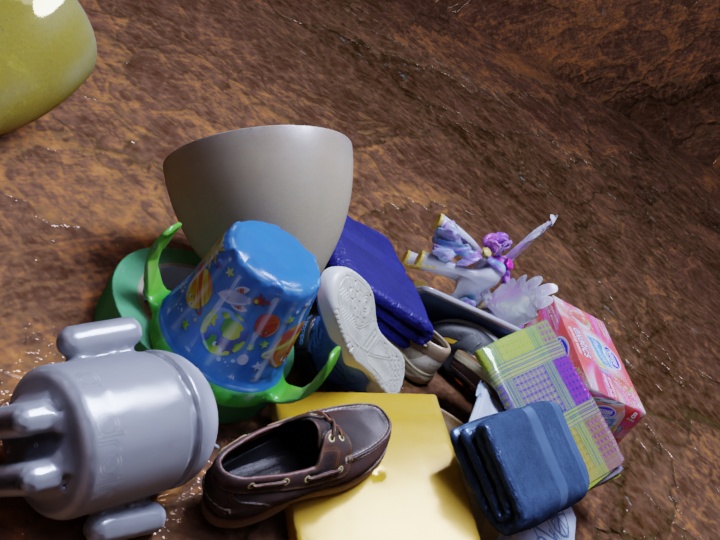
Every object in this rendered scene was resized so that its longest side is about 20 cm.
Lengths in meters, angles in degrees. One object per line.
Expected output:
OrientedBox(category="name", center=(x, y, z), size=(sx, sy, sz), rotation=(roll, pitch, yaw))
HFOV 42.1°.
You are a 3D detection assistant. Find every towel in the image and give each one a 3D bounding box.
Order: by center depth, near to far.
OrientedBox(category="towel", center=(0.164, 0.191, 0.926), size=(0.199, 0.048, 0.113), rotation=(3, 61, -58))
OrientedBox(category="towel", center=(0.218, 0.163, 1.067), size=(0.143, 0.023, 0.201), rotation=(-16, 74, -43))
OrientedBox(category="towel", center=(0.000, 0.000, 1.078), size=(0.147, 0.050, 0.201), rotation=(32, 19, -31))

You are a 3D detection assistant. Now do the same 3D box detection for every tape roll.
OrientedBox(category="tape roll", center=(-0.163, 0.060, 0.934), size=(0.199, 0.048, 0.201), rotation=(28, 28, -17))

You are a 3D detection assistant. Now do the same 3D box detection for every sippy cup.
OrientedBox(category="sippy cup", center=(-0.105, 0.031, 0.851), size=(0.176, 0.131, 0.140), rotation=(19, 31, -28))

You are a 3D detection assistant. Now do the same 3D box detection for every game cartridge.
OrientedBox(category="game cartridge", center=(0.012, 0.199, 0.872), size=(0.174, 0.033, 0.201), rotation=(4, 43, -17))

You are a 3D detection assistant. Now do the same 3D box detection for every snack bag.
OrientedBox(category="snack bag", center=(0.163, 0.232, 0.976), size=(0.201, 0.021, 0.189), rotation=(55, 22, -5))

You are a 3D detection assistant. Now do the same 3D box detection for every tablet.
OrientedBox(category="tablet", center=(0.135, 0.065, 1.220), size=(0.199, 0.130, 0.014), rotation=(25, 73, -22))

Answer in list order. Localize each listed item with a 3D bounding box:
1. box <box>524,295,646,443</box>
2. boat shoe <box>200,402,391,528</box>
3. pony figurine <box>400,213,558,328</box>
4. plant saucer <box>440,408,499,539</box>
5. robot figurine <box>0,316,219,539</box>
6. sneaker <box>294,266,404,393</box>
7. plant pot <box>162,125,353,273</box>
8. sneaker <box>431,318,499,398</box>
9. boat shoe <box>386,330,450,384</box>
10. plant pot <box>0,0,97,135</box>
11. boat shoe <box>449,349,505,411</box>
OrientedBox(category="box", center=(0.298, 0.143, 1.286), size=(0.102, 0.095, 0.201), rotation=(26, 28, -20))
OrientedBox(category="boat shoe", center=(-0.046, 0.159, 0.817), size=(0.199, 0.071, 0.070), rotation=(-20, 50, -39))
OrientedBox(category="pony figurine", center=(0.171, 0.006, 1.272), size=(0.199, 0.193, 0.168), rotation=(28, 51, -11))
OrientedBox(category="plant saucer", center=(0.076, 0.218, 0.973), size=(0.199, 0.036, 0.201), rotation=(27, 28, -16))
OrientedBox(category="robot figurine", center=(-0.191, 0.124, 0.725), size=(0.199, 0.112, 0.172), rotation=(-5, 88, -52))
OrientedBox(category="sneaker", center=(-0.034, 0.065, 0.958), size=(0.200, 0.110, 0.077), rotation=(58, 44, -51))
OrientedBox(category="plant pot", center=(-0.098, -0.052, 0.966), size=(0.199, 0.199, 0.136), rotation=(2, 77, -48))
OrientedBox(category="sneaker", center=(0.163, 0.135, 1.169), size=(0.199, 0.070, 0.090), rotation=(32, 25, -10))
OrientedBox(category="boat shoe", center=(0.036, 0.048, 1.166), size=(0.200, 0.065, 0.071), rotation=(47, 29, 20))
OrientedBox(category="plant pot", center=(-0.401, -0.222, 0.984), size=(0.199, 0.200, 0.143), rotation=(29, 54, -12))
OrientedBox(category="boat shoe", center=(0.170, 0.181, 1.101), size=(0.200, 0.072, 0.072), rotation=(45, 2, -3))
